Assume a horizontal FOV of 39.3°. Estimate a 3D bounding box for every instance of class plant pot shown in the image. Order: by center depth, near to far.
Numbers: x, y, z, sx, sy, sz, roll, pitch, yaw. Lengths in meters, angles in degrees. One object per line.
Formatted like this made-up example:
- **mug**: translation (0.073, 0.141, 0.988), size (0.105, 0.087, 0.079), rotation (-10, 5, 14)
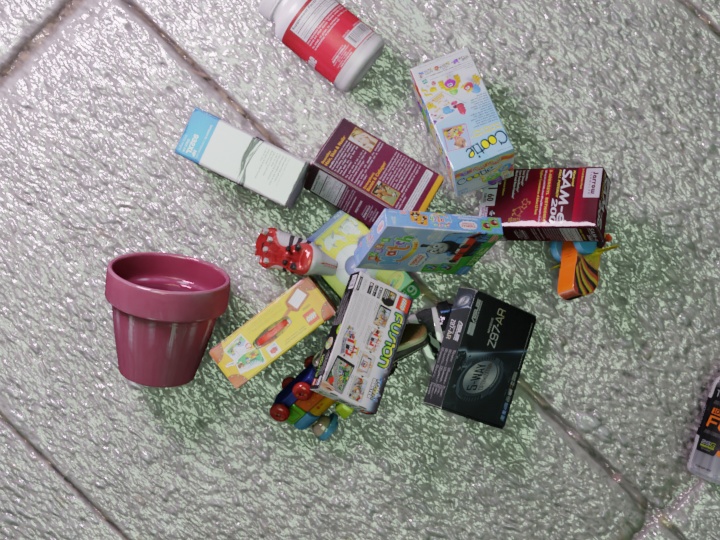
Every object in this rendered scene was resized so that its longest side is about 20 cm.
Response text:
- **plant pot**: translation (-0.322, 0.084, 1.648), size (0.199, 0.200, 0.180), rotation (11, 106, 0)

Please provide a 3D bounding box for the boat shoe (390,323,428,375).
- **boat shoe**: translation (0.033, 0.147, 1.689), size (0.199, 0.073, 0.065), rotation (-22, 112, 26)

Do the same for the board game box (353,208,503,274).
- **board game box**: translation (0.107, -0.044, 1.628), size (0.199, 0.151, 0.037), rotation (4, 63, -19)

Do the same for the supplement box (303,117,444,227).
- **supplement box**: translation (0.021, -0.145, 1.667), size (0.200, 0.086, 0.111), rotation (31, 60, 0)

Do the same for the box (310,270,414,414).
- **box**: translation (0.004, 0.115, 1.594), size (0.110, 0.035, 0.201), rotation (27, 71, -22)

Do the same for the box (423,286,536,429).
- **box**: translation (0.199, 0.145, 1.657), size (0.160, 0.043, 0.201), rotation (24, 81, -38)

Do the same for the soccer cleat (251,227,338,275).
- **soccer cleat**: translation (-0.111, -0.025, 1.654), size (0.085, 0.200, 0.069), rotation (17, 90, -33)

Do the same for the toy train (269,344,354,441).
- **toy train**: translation (-0.052, 0.199, 1.660), size (0.116, 0.085, 0.200), rotation (38, 126, -12)

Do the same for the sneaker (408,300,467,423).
- **sneaker**: translation (0.168, 0.147, 1.695), size (0.112, 0.073, 0.201), rotation (-25, 89, 2)

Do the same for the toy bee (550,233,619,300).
- **toy bee**: translation (0.379, -0.042, 1.675), size (0.108, 0.131, 0.201), rotation (16, 87, -32)

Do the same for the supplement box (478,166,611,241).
- **supplement box**: translation (0.298, -0.107, 1.642), size (0.199, 0.061, 0.109), rotation (1, 68, 27)

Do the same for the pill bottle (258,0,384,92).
- **pill bottle**: translation (-0.067, -0.397, 1.670), size (0.200, 0.112, 0.112), rotation (39, 91, 0)

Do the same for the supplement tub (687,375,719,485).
- **supplement tub**: translation (0.628, 0.257, 1.671), size (0.122, 0.123, 0.201), rotation (17, 90, 0)

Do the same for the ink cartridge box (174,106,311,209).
- **ink cartridge box**: translation (-0.188, -0.181, 1.657), size (0.199, 0.145, 0.084), rotation (26, 91, 0)

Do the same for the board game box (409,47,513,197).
- **board game box**: translation (0.166, -0.240, 1.643), size (0.105, 0.103, 0.201), rotation (-20, 68, 1)

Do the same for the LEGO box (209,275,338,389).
- **LEGO box**: translation (-0.138, 0.097, 1.658), size (0.200, 0.149, 0.077), rotation (-38, 90, 1)

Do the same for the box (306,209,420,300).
- **box**: translation (0.000, 0.000, 1.709), size (0.117, 0.048, 0.200), rotation (-42, 92, 1)
